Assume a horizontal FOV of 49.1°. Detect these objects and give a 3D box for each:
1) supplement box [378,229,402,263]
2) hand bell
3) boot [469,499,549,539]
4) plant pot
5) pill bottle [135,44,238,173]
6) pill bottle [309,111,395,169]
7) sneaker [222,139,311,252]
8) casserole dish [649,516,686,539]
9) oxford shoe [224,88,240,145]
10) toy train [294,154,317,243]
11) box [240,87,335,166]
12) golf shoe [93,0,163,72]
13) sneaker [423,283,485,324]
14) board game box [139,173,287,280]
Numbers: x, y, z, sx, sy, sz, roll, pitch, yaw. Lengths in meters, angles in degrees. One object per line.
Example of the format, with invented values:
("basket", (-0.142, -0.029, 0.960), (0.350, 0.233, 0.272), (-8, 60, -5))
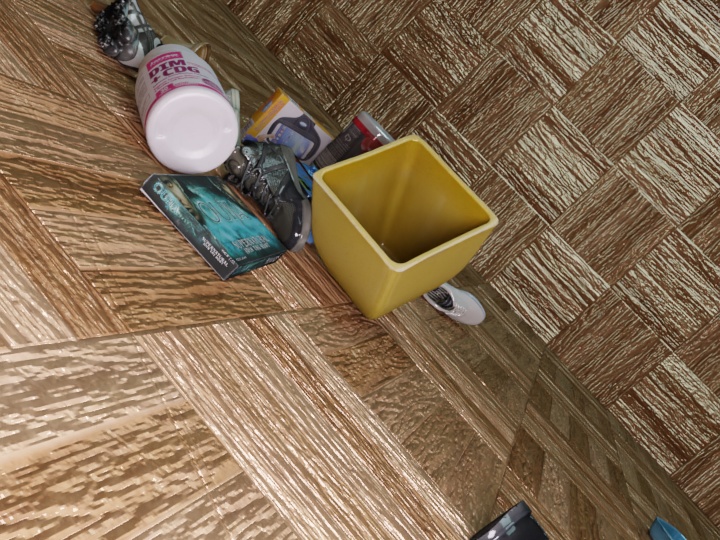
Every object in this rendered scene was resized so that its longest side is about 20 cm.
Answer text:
("supplement box", (0.038, -0.052, 1.335), (0.200, 0.061, 0.109), (66, 18, 11))
("hand bell", (-0.359, -0.382, 1.299), (0.200, 0.104, 0.104), (32, 11, -1))
("boot", (0.204, 0.337, 0.805), (0.200, 0.066, 0.165), (55, 15, 20))
("plant pot", (0.043, -0.041, 1.156), (0.195, 0.200, 0.194), (-25, 62, -31))
("pill bottle", (-0.233, -0.219, 1.030), (0.113, 0.113, 0.200), (37, 13, -37))
("pill bottle", (-0.026, -0.191, 1.478), (0.111, 0.200, 0.111), (43, 12, -11))
("sneaker", (-0.138, -0.111, 1.128), (0.114, 0.076, 0.200), (9, 49, -35))
("casserole dish", (0.682, 0.600, 1.695), (0.200, 0.039, 0.121), (36, 14, -45))
("oxford shoe", (-0.229, -0.248, 1.323), (0.058, 0.075, 0.200), (0, 36, -12))
("toy train", (-0.099, -0.121, 1.261), (0.114, 0.087, 0.200), (29, 20, -47))
("box", (-0.122, -0.238, 1.504), (0.200, 0.119, 0.042), (38, 13, -32))
("golf shoe", (-0.356, -0.364, 1.224), (0.094, 0.078, 0.200), (42, 21, -40))
("sneaker", (0.199, 0.074, 1.743), (0.200, 0.073, 0.071), (31, 25, -23))
("board game box", (-0.164, -0.056, 0.923), (0.135, 0.028, 0.200), (47, 11, 2))
